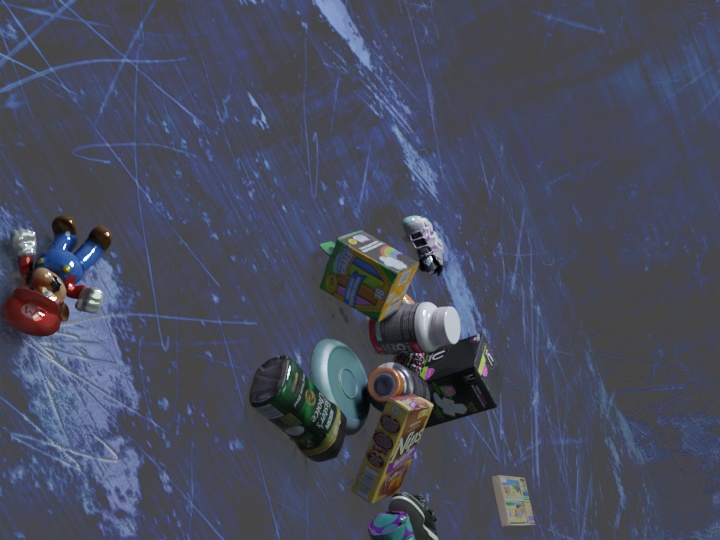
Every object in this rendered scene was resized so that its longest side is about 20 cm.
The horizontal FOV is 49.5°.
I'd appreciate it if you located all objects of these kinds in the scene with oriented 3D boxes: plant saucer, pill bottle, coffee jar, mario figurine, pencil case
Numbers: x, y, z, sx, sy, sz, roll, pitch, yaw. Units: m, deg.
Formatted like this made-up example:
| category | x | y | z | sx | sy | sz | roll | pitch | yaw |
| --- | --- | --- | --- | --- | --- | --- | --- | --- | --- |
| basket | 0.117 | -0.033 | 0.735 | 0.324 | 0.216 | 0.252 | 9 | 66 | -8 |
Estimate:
| category | x | y | z | sx | sy | sz | roll | pitch | yaw |
| --- | --- | --- | --- | --- | --- | --- | --- | --- | --- |
| plant saucer | -0.033 | 0.232 | 1.593 | 0.200 | 0.027 | 0.202 | 43 | 36 | -41 |
| pill bottle | 0.077 | 0.254 | 1.650 | 0.200 | 0.105 | 0.107 | 42 | 35 | -65 |
| pill bottle | 0.117 | 0.129 | 1.738 | 0.110 | 0.198 | 0.112 | 18 | 68 | -56 |
| coffee jar | -0.104 | 0.248 | 1.379 | 0.200 | 0.085 | 0.105 | 51 | 32 | -33 |
| mario figurine | -0.386 | -0.003 | 0.996 | 0.201 | 0.122 | 0.107 | -82 | 154 | -51 |
| pencil case | 0.091 | 0.569 | 1.516 | 0.092 | 0.085 | 0.202 | -26 | 95 | -35 |

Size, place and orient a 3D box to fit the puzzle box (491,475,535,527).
| category | x | y | z | sx | sy | sz | roll | pitch | yaw |
| --- | --- | --- | --- | --- | --- | --- | --- | --- | --- |
| puzzle box | 0.425 | 0.640 | 2.165 | 0.199 | 0.025 | 0.134 | 25 | 50 | -55 |

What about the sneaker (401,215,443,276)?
| category | x | y | z | sx | sy | sz | roll | pitch | yaw |
| --- | --- | --- | --- | --- | --- | --- | --- | --- | --- |
| sneaker | 0.179 | -0.053 | 2.143 | 0.200 | 0.077 | 0.141 | 39 | 39 | -45 |

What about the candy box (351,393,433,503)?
| category | x | y | z | sx | sy | sz | roll | pitch | yaw |
| --- | --- | --- | --- | --- | --- | --- | --- | --- | --- |
| candy box | 0.064 | 0.346 | 1.532 | 0.116 | 0.056 | 0.202 | 7 | 105 | -60 |

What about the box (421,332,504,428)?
| category | x | y | z | sx | sy | sz | roll | pitch | yaw |
| --- | --- | --- | --- | --- | --- | --- | --- | --- | --- |
| box | 0.222 | 0.261 | 1.859 | 0.125 | 0.198 | 0.149 | 59 | 28 | -18 |

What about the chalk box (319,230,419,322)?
| category | x | y | z | sx | sy | sz | roll | pitch | yaw |
| --- | --- | --- | --- | --- | --- | --- | --- | --- | --- |
| chalk box | 0.000 | 0.000 | 1.674 | 0.199 | 0.125 | 0.125 | 29 | 22 | 19 |

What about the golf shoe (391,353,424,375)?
| category | x | y | z | sx | sy | sz | roll | pitch | yaw |
| --- | --- | --- | --- | --- | --- | --- | --- | --- | --- |
| golf shoe | 0.115 | 0.204 | 1.838 | 0.072 | 0.092 | 0.201 | 22 | 60 | 1 |

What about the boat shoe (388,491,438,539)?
| category | x | y | z | sx | sy | sz | roll | pitch | yaw |
| --- | --- | --- | --- | --- | --- | --- | --- | --- | --- |
| boat shoe | 0.114 | 0.498 | 1.614 | 0.200 | 0.074 | 0.067 | 55 | 34 | -36 |

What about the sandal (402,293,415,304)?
| category | x | y | z | sx | sy | sz | roll | pitch | yaw |
| --- | --- | --- | --- | --- | --- | --- | --- | --- | --- |
| sandal | 0.071 | 0.007 | 1.830 | 0.207 | 0.059 | 0.079 | 44 | 7 | 18 |
